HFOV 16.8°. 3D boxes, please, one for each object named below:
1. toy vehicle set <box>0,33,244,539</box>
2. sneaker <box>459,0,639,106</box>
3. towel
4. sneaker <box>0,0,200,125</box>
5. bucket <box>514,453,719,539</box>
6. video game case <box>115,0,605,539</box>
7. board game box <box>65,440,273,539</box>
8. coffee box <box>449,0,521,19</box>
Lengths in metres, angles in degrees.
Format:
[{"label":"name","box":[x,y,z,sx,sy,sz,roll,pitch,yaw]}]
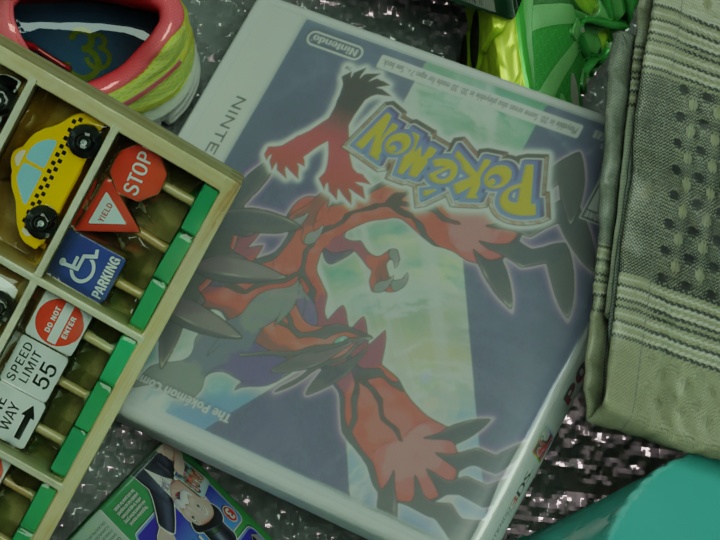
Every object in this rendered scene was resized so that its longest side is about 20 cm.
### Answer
[{"label":"toy vehicle set","box":[-0.143,0.022,0.901,0.124,0.027,0.201,28,99,-5]},{"label":"sneaker","box":[0.085,-0.112,1.004,0.083,0.074,0.202,4,76,-8]},{"label":"towel","box":[0.172,-0.009,0.898,0.199,0.035,0.194,18,68,-20]},{"label":"sneaker","box":[-0.155,-0.082,0.934,0.198,0.090,0.079,-14,81,-14]},{"label":"bucket","box":[0.118,0.172,0.877,0.206,0.135,0.209,17,53,-24]},{"label":"video game case","box":[0.000,0.000,0.929,0.199,0.023,0.183,22,74,27]},{"label":"board game box","box":[-0.060,0.146,0.859,0.135,0.200,0.029,47,111,-1]},{"label":"coffee box","box":[-0.009,-0.187,0.981,0.199,0.044,0.124,20,74,16]}]
